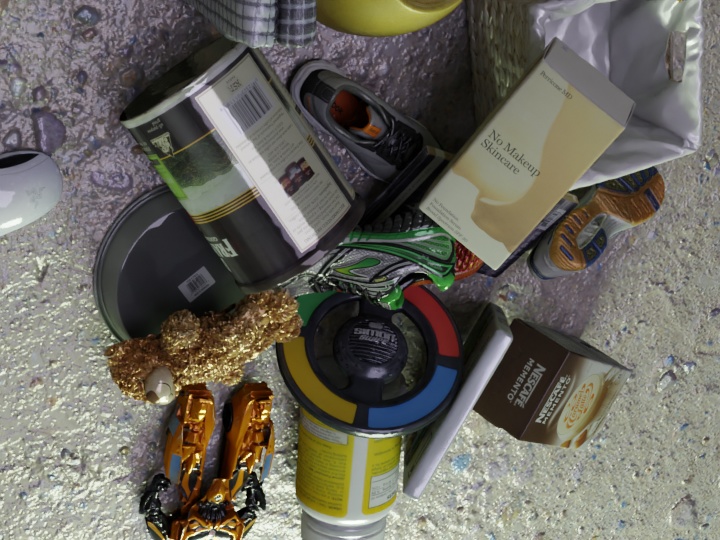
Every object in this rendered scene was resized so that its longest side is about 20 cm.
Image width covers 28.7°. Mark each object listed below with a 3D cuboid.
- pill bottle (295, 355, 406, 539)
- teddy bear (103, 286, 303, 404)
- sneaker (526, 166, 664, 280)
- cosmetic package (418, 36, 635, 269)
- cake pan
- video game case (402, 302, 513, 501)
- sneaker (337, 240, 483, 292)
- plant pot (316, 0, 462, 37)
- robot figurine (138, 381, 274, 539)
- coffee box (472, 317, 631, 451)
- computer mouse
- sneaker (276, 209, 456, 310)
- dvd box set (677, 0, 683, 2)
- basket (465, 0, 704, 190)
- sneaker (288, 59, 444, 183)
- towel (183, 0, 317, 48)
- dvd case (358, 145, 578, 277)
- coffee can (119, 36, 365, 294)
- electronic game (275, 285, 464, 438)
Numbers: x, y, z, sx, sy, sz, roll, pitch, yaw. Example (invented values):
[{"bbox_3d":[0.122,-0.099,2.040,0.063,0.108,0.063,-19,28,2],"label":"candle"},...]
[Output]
[{"bbox_3d":[-0.013,0.204,1.528,0.113,0.114,0.202,-5,113,-24],"label":"pill bottle"},{"bbox_3d":[-0.146,0.078,1.372,0.198,0.067,0.145,-17,161,-21],"label":"teddy bear"},{"bbox_3d":[0.259,-0.059,1.581,0.199,0.088,0.076,-34,91,-31],"label":"sneaker"},{"bbox_3d":[0.156,-0.109,1.334,0.105,0.071,0.200,37,122,-2],"label":"cosmetic package"},{"bbox_3d":[-0.168,0.009,1.417,0.198,0.037,0.202,-10,115,-21],"label":"cake pan"},{"bbox_3d":[0.103,0.137,1.524,0.023,0.182,0.201,29,98,-2],"label":"video game case"},{"bbox_3d":[0.033,-0.006,1.471,0.198,0.077,0.074,0,79,2],"label":"sneaker"},{"bbox_3d":[0.037,-0.306,1.320,0.198,0.142,0.202,-9,115,-21],"label":"plant pot"},{"bbox_3d":[-0.157,0.216,1.495,0.144,0.058,0.202,2,109,-25],"label":"robot figurine"},{"bbox_3d":[0.214,0.132,1.580,0.199,0.079,0.115,17,104,-58],"label":"coffee box"},{"bbox_3d":[-0.368,-0.058,1.289,0.198,0.044,0.111,-19,117,-17],"label":"computer mouse"},{"bbox_3d":[0.000,0.000,1.394,0.198,0.078,0.086,-12,78,5],"label":"sneaker"},{"bbox_3d":[0.284,-0.366,1.378,0.146,0.200,0.029,-41,164,-26],"label":"dvd box set"},{"bbox_3d":[0.229,-0.211,1.442,0.198,0.161,0.200,-16,117,-18],"label":"basket"},{"bbox_3d":[0.016,-0.136,1.420,0.199,0.079,0.074,30,95,-33],"label":"sneaker"},{"bbox_3d":[-0.095,-0.291,1.230,0.085,0.200,0.167,-7,112,-21],"label":"towel"},{"bbox_3d":[0.109,-0.058,1.487,0.199,0.016,0.149,15,139,-30],"label":"dvd case"},{"bbox_3d":[-0.108,-0.102,1.311,0.146,0.146,0.201,-37,108,-7],"label":"coffee can"},{"bbox_3d":[0.011,0.081,1.454,0.198,0.201,0.042,-14,151,-19],"label":"electronic game"}]
